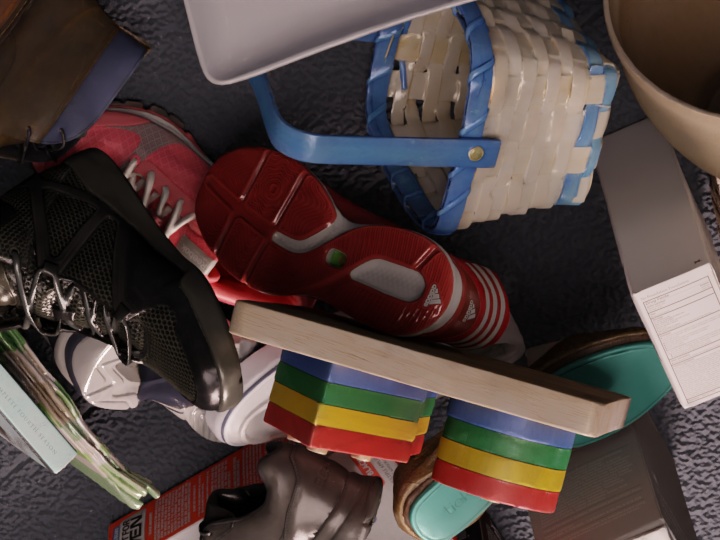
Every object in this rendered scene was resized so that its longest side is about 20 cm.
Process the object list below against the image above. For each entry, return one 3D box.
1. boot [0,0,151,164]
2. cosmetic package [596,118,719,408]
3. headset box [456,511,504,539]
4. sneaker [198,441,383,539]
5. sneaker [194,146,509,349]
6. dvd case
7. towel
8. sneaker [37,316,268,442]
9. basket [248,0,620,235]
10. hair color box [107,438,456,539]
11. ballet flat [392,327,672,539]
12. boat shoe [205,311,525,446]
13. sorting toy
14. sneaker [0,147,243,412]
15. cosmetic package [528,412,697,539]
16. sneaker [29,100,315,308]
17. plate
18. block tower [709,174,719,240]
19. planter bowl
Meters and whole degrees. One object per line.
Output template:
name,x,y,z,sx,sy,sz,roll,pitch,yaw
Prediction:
boot,-0.200,-0.081,1.412,0.097,0.075,0.201,31,74,-10
cosmetic package,0.179,-0.009,1.443,0.050,0.200,0.083,-21,115,8
headset box,0.034,0.251,1.565,0.148,0.200,0.075,-29,114,10
sneaker,-0.067,0.181,1.530,0.091,0.076,0.200,32,114,-7
sneaker,0.000,0.000,1.427,0.115,0.200,0.079,28,94,-52
dvd case,-0.245,0.041,1.457,0.022,0.200,0.146,-43,114,-14
towel,-0.208,0.056,1.495,0.023,0.152,0.200,-44,112,-12
sneaker,-0.130,0.032,1.523,0.199,0.130,0.080,8,122,-50
basket,0.032,-0.101,1.406,0.199,0.177,0.140,7,119,-18
hair color box,-0.051,0.170,1.597,0.199,0.064,0.111,-31,115,13
ballet flat,0.099,0.087,1.500,0.200,0.072,0.068,-37,120,1
boat shoe,0.005,0.063,1.508,0.199,0.065,0.074,-26,144,-11
sorting toy,0.037,0.077,1.369,0.199,0.199,0.070,16,91,11
sneaker,-0.148,0.020,1.376,0.114,0.200,0.076,-24,145,-25
cosmetic package,0.153,0.150,1.522,0.090,0.200,0.107,-25,119,12
sneaker,-0.104,-0.034,1.481,0.199,0.087,0.074,27,112,-14
plate,-0.014,-0.217,1.375,0.199,0.032,0.201,-18,74,5
block tower,0.254,0.002,1.534,0.054,0.058,0.201,-13,114,4
planter bowl,0.244,-0.121,1.412,0.199,0.201,0.135,-13,142,4
